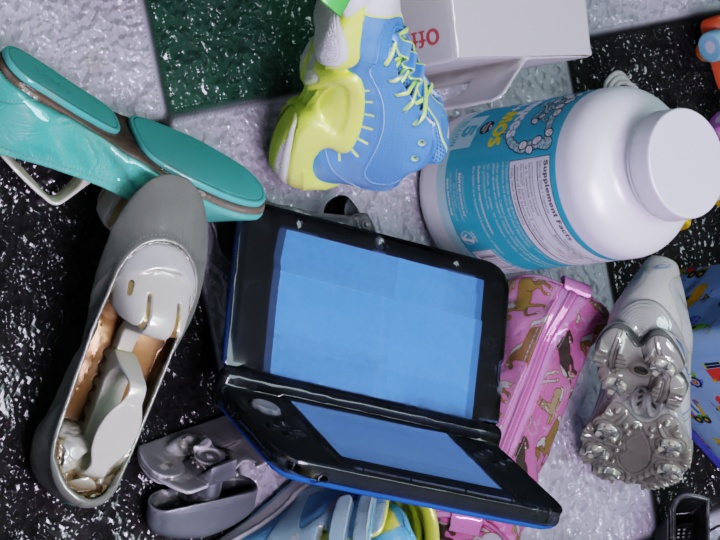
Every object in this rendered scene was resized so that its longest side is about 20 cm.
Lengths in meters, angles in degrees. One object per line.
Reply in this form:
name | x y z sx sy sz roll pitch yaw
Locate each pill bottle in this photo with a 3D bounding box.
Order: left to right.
pill bottle | 0.139 -0.059 1.738 0.111 0.200 0.111 5 82 -40

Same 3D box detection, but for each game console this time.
game console | 0.023 0.058 1.616 0.199 0.171 0.119 13 104 -27

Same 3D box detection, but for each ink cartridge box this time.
ink cartridge box | 0.056 -0.201 1.731 0.125 0.128 0.201 -6 90 -40

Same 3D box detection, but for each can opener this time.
can opener | -0.055 0.111 1.666 0.200 0.053 0.067 -17 128 -40

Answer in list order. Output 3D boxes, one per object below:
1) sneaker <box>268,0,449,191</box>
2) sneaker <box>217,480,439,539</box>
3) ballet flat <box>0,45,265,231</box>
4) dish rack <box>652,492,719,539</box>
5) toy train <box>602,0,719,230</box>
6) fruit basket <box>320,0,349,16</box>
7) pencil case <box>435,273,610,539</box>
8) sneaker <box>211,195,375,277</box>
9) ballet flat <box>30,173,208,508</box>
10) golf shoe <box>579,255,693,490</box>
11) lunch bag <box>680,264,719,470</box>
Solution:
sneaker | 0.016 -0.123 1.647 0.105 0.200 0.076 14 48 -11
sneaker | -0.033 0.187 1.614 0.200 0.130 0.080 -45 115 -33
ballet flat | -0.151 -0.063 1.588 0.200 0.070 0.067 27 24 -31
dish rack | 0.293 0.252 1.882 0.199 0.055 0.154 16 57 -19
toy train | 0.231 -0.110 1.921 0.200 0.056 0.151 -28 102 -42
fruit basket | -0.088 -0.215 1.591 0.155 0.215 0.216 43 60 -21
pencil case | 0.097 0.097 1.759 0.083 0.086 0.200 49 54 -40
sneaker | -0.002 0.000 1.703 0.199 0.060 0.105 -1 88 -33
ballet flat | -0.129 0.044 1.548 0.067 0.064 0.201 20 95 -28
golf shoe | 0.196 0.072 1.806 0.200 0.078 0.097 93 13 -55
lunch bag | 0.296 0.096 1.886 0.094 0.150 0.200 -46 114 -33
